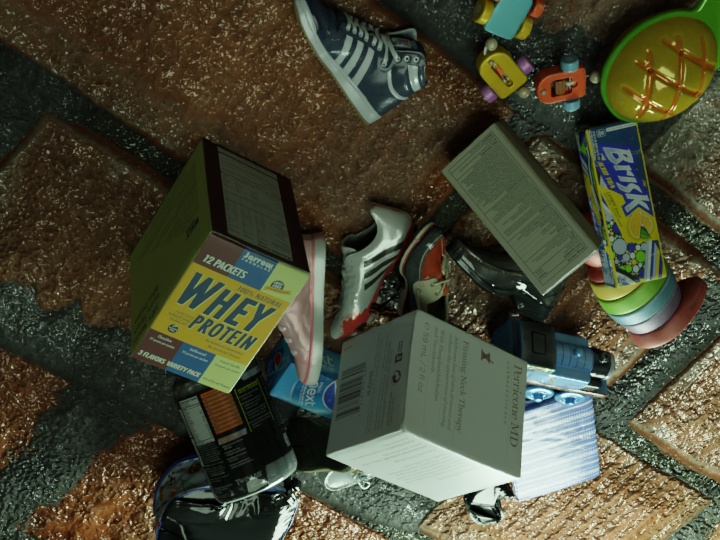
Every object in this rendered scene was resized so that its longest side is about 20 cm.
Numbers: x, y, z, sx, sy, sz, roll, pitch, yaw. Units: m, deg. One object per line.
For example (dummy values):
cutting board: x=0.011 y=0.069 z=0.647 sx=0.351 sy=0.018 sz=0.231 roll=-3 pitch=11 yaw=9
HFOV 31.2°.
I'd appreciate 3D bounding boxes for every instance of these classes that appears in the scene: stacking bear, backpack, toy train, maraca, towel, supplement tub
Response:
stacking bear: x=0.353 y=-0.002 z=1.722 sx=0.121 sy=0.114 sz=0.200 roll=-17 pitch=124 yaw=47
backpack: x=-0.200 y=0.337 z=1.832 sx=0.188 sy=0.155 sz=0.202 roll=6 pitch=119 yaw=-25
toy train: x=0.263 y=0.130 z=1.796 sx=0.197 sy=0.088 sz=0.114 roll=13 pitch=153 yaw=-19
maraca: x=0.377 y=-0.255 z=1.544 sx=0.199 sy=0.107 sz=0.138 roll=-32 pitch=131 yaw=5
towel: x=0.289 y=0.262 z=1.960 sx=0.143 sy=0.024 sz=0.202 roll=-16 pitch=129 yaw=-3
supplement tub: x=-0.172 y=0.193 z=1.706 sx=0.121 sy=0.123 sz=0.202 roll=-21 pitch=92 yaw=5
toy train: x=0.203 y=-0.275 z=1.530 sx=0.148 sy=0.056 sz=0.202 roll=-16 pitch=130 yaw=-1

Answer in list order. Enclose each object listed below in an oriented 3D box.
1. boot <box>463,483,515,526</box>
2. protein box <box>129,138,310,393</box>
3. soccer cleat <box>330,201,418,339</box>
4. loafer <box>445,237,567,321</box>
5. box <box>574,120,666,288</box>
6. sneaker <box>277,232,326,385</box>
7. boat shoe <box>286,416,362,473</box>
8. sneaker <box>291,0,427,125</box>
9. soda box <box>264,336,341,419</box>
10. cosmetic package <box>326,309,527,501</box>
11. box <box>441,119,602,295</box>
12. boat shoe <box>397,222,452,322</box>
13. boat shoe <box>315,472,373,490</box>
boot: x=0.169 y=0.240 z=1.824 sx=0.075 sy=0.169 sz=0.202 roll=-7 pitch=126 yaw=-5
protein box: x=-0.175 y=-0.006 z=1.554 sx=0.134 sy=0.201 sz=0.199 roll=23 pitch=118 yaw=-25
soccer cleat: x=0.000 y=0.000 z=1.684 sx=0.084 sy=0.069 sz=0.201 roll=26 pitch=114 yaw=-17
loafer: x=0.195 y=-0.004 z=1.719 sx=0.199 sy=0.073 sz=0.073 roll=27 pitch=109 yaw=-38
box: x=0.327 y=-0.085 z=1.624 sx=0.069 sy=0.064 sz=0.203 roll=-12 pitch=95 yaw=-3
sneaker: x=-0.098 y=0.050 z=1.673 sx=0.103 sy=0.075 sz=0.203 roll=0 pitch=104 yaw=-8
boat shoe: x=-0.035 y=0.248 z=1.786 sx=0.073 sy=0.199 sz=0.077 roll=11 pitch=86 yaw=-33
sneaker: x=0.006 y=-0.265 z=1.483 sx=0.107 sy=0.071 sz=0.200 roll=-26 pitch=133 yaw=14
soda box: x=-0.033 y=0.162 z=1.789 sx=0.198 sy=0.068 sz=0.064 roll=24 pitch=118 yaw=-26
cosmetic package: x=0.088 y=0.179 z=1.673 sx=0.198 sy=0.170 sz=0.166 roll=25 pitch=148 yaw=-30
box: x=0.201 y=-0.079 z=1.591 sx=0.095 sy=0.078 sz=0.201 roll=-39 pitch=88 yaw=19
boat shoe: x=0.090 y=0.015 z=1.673 sx=0.071 sy=0.062 sz=0.201 roll=-38 pitch=154 yaw=-26
boat shoe: x=0.025 y=0.267 z=1.879 sx=0.200 sy=0.065 sz=0.075 roll=-27 pitch=126 yaw=9
